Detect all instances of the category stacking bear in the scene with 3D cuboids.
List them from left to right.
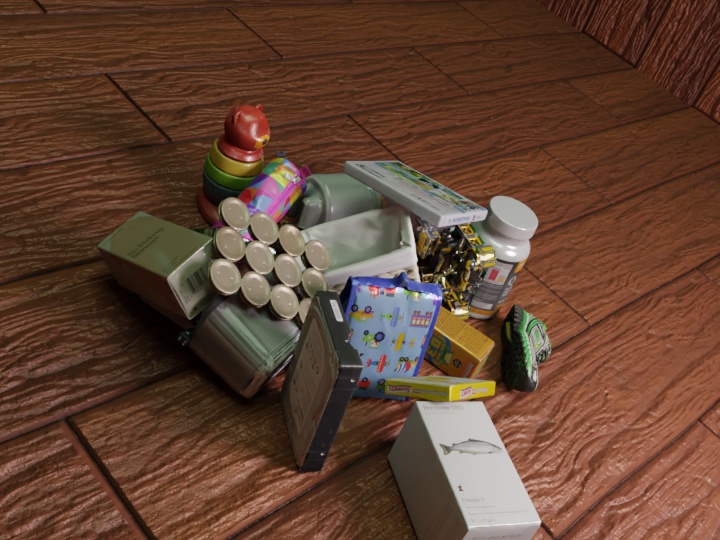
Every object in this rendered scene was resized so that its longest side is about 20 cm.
[{"bbox_3d":[-0.212,-0.191,1.509,0.113,0.203,0.120,39,38,23],"label":"stacking bear"}]

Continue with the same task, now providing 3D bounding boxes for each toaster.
[{"bbox_3d":[-0.155,0.088,1.244,0.129,0.114,0.200,44,36,5],"label":"toaster"}]

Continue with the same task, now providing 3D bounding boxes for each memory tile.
[{"bbox_3d":[-0.125,-0.007,1.228,0.197,0.017,0.156,26,52,-32],"label":"memory tile"}]

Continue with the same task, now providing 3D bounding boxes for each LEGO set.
[{"bbox_3d":[0.132,-0.002,1.483,0.113,0.201,0.156,-9,58,-26],"label":"LEGO set"}]

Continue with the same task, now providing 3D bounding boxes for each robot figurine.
[{"bbox_3d":[-0.041,-0.119,1.592,0.196,0.114,0.171,-6,46,-36],"label":"robot figurine"}]

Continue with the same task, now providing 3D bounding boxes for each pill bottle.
[{"bbox_3d":[0.233,-0.022,1.552,0.114,0.203,0.118,15,36,-11],"label":"pill bottle"}]

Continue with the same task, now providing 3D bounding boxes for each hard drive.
[{"bbox_3d":[-0.057,0.148,1.158,0.037,0.203,0.141,3,40,-22],"label":"hard drive"}]

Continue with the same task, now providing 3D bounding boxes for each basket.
[{"bbox_3d":[0.000,0.000,1.385,0.195,0.125,0.137,-15,37,7],"label":"basket"}]

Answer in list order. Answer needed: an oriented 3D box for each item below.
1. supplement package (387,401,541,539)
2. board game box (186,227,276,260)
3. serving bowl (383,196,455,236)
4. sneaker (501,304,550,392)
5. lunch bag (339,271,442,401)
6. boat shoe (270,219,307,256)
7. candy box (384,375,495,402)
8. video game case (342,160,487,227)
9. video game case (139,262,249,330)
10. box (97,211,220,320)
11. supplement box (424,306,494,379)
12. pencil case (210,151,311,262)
[{"bbox_3d":[0.132,0.288,1.159,0.114,0.119,0.202,4,39,-25],"label":"supplement package"},{"bbox_3d":[-0.218,-0.038,1.306,0.103,0.024,0.198,23,-11,-35],"label":"board game box"},{"bbox_3d":[0.112,-0.102,1.613,0.199,0.066,0.200,39,6,-4],"label":"serving bowl"},{"bbox_3d":[0.291,0.134,1.490,0.083,0.079,0.202,21,34,-4],"label":"sneaker"},{"bbox_3d":[0.029,0.087,1.287,0.147,0.203,0.095,8,37,-22],"label":"lunch bag"},{"bbox_3d":[-0.123,-0.054,1.506,0.196,0.060,0.072,22,36,-3],"label":"boat shoe"},{"bbox_3d":[0.120,0.171,1.277,0.100,0.027,0.199,5,-3,27],"label":"candy box"},{"bbox_3d":[0.092,-0.130,1.439,0.198,0.022,0.181,32,21,25],"label":"video game case"},{"bbox_3d":[-0.231,0.030,1.371,0.141,0.018,0.200,32,36,10],"label":"video game case"},{"bbox_3d":[-0.282,-0.011,1.251,0.197,0.079,0.095,17,51,42],"label":"box"},{"bbox_3d":[0.119,0.101,1.443,0.198,0.067,0.069,33,36,13],"label":"supplement box"},{"bbox_3d":[-0.166,-0.105,1.447,0.087,0.089,0.201,29,57,9],"label":"pencil case"}]
